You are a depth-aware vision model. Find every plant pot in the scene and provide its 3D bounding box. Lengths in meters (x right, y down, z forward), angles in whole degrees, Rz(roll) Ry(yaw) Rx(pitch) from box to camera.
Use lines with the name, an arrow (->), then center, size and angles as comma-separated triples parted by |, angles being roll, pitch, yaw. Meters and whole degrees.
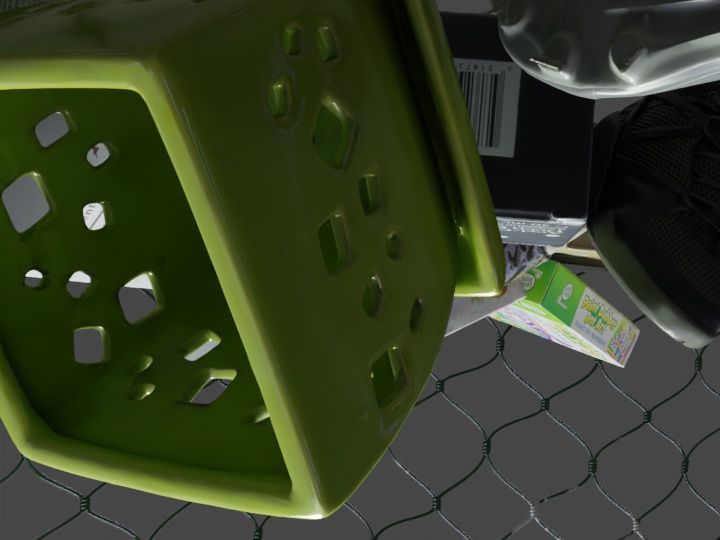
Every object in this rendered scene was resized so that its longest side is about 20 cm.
plant pot -> -0.060, -0.036, 0.680 | 0.200, 0.199, 0.181 | 4, -147, 41

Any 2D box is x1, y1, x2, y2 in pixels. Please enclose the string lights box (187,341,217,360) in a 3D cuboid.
string lights box -> -0.106, -0.028, 1.257 | 0.059, 0.200, 0.103 | 5, 178, -5

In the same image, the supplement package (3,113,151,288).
supplement package -> -0.136, -0.063, 1.062 | 0.200, 0.114, 0.110 | 8, -140, -48

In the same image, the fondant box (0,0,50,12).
fondant box -> -0.158, -0.119, 0.857 | 0.200, 0.058, 0.144 | 8, 177, -41

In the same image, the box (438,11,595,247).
box -> 0.052, -0.075, 0.909 | 0.148, 0.107, 0.200 | 4, 178, 5

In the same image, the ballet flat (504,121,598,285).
ballet flat -> 0.129, -0.054, 1.078 | 0.072, 0.072, 0.200 | 4, -149, 18

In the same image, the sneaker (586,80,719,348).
sneaker -> 0.180, -0.048, 0.850 | 0.076, 0.114, 0.200 | 38, -150, -18

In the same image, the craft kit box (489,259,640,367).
craft kit box -> 0.125, 0.012, 1.427 | 0.197, 0.049, 0.200 | 18, 172, 34

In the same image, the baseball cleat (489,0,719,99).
baseball cleat -> 0.152, -0.097, 0.622 | 0.200, 0.070, 0.106 | 4, 177, 44

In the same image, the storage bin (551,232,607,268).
storage bin -> 0.216, -0.053, 1.342 | 0.198, 0.094, 0.200 | 6, 178, -10

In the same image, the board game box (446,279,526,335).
board game box -> 0.008, 0.052, 1.262 | 0.200, 0.041, 0.200 | -25, 180, -15
